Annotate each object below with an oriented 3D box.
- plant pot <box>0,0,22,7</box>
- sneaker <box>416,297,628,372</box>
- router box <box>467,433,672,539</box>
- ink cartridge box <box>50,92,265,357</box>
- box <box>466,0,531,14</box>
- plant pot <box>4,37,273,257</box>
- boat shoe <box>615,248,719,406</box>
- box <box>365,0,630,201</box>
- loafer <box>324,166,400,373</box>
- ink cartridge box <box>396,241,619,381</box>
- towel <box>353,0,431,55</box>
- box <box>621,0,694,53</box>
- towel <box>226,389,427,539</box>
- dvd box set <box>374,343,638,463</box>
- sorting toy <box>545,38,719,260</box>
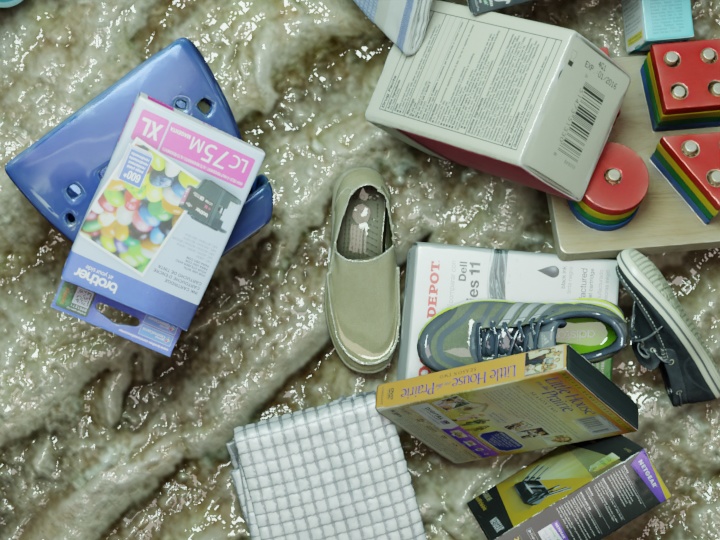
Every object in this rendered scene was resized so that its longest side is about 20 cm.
[{"bbox_3d":[-0.405,-0.354,1.357,0.186,0.200,0.202,9,90,14],"label":"plant pot"},{"bbox_3d":[0.149,0.058,1.330,0.198,0.081,0.075,-8,90,-3],"label":"sneaker"},{"bbox_3d":[0.186,0.211,1.355,0.156,0.200,0.052,-31,92,-2],"label":"router box"},{"bbox_3d":[-0.174,-0.034,1.251,0.119,0.042,0.201,24,98,-12],"label":"ink cartridge box"},{"bbox_3d":[0.177,-0.324,1.308,0.198,0.123,0.107,-13,134,7],"label":"box"},{"bbox_3d":[-0.188,-0.084,1.354,0.199,0.200,0.180,-35,98,-1],"label":"plant pot"},{"bbox_3d":[0.283,0.060,1.392,0.062,0.075,0.200,-28,126,14],"label":"boat shoe"},{"bbox_3d":[0.124,-0.159,1.349,0.199,0.109,0.129,23,89,43],"label":"box"},{"bbox_3d":[0.000,0.000,1.417,0.075,0.068,0.202,-4,90,-1],"label":"loafer"},{"bbox_3d":[0.140,0.053,1.413,0.198,0.083,0.148,4,90,-1],"label":"ink cartridge box"},{"bbox_3d":[0.010,-0.309,1.350,0.024,0.148,0.200,-19,53,-28],"label":"towel"},{"bbox_3d":[0.278,-0.316,1.418,0.049,0.082,0.202,-6,90,-3],"label":"box"},{"bbox_3d":[-0.028,0.225,1.411,0.164,0.086,0.202,-17,92,0],"label":"towel"},{"bbox_3d":[0.134,0.125,1.345,0.199,0.146,0.030,-16,55,33],"label":"dvd box set"},{"bbox_3d":[0.273,-0.121,1.385,0.198,0.070,0.201,-5,70,-6],"label":"sorting toy"}]
